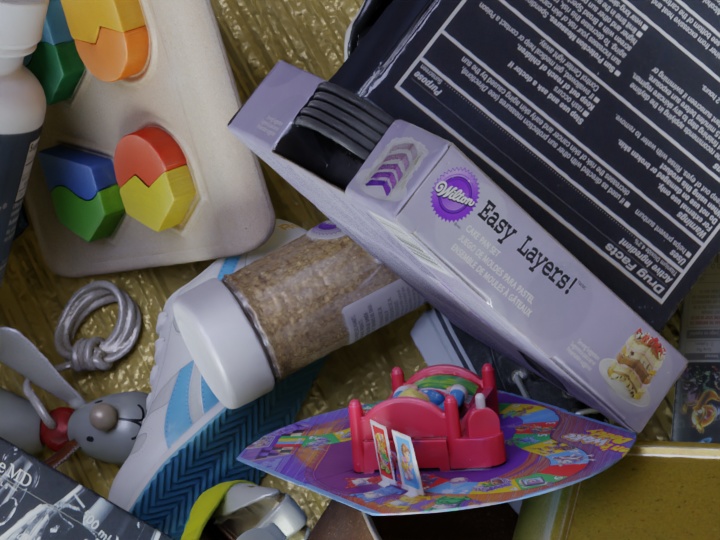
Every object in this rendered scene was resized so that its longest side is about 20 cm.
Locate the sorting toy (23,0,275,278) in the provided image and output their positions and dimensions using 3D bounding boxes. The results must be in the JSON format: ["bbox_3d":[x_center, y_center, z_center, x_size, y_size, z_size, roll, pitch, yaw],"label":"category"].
[{"bbox_3d":[-0.143,-0.089,1.687,0.200,0.036,0.186,-8,100,49],"label":"sorting toy"}]

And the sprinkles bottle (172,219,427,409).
[{"bbox_3d":[0.000,0.000,1.608,0.200,0.068,0.068,-28,60,-12],"label":"sprinkles bottle"}]

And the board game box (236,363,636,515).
[{"bbox_3d":[0.036,0.070,1.468,0.200,0.158,0.039,16,116,58],"label":"board game box"}]

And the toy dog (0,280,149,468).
[{"bbox_3d":[-0.218,0.082,1.722,0.200,0.096,0.132,-24,65,19],"label":"toy dog"}]

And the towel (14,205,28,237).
[{"bbox_3d":[-0.272,-0.090,1.825,0.111,0.049,0.200,-25,65,18],"label":"towel"}]

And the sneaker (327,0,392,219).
[{"bbox_3d":[0.013,-0.098,1.640,0.074,0.080,0.200,34,118,35],"label":"sneaker"}]

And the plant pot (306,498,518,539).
[{"bbox_3d":[0.011,0.221,1.525,0.200,0.187,0.187,-49,58,21],"label":"plant pot"}]

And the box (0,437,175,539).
[{"bbox_3d":[-0.203,0.189,1.553,0.104,0.200,0.182,3,64,54],"label":"box"}]

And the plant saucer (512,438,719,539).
[{"bbox_3d":[0.161,0.139,1.413,0.199,0.049,0.200,1,30,12],"label":"plant saucer"}]

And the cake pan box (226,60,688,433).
[{"bbox_3d":[0.043,-0.015,1.473,0.052,0.200,0.184,-53,31,-6],"label":"cake pan box"}]

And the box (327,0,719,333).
[{"bbox_3d":[0.123,-0.108,1.529,0.200,0.123,0.199,39,88,-11],"label":"box"}]

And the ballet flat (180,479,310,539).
[{"bbox_3d":[-0.060,0.145,1.527,0.067,0.200,0.067,-41,92,19],"label":"ballet flat"}]

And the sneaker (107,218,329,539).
[{"bbox_3d":[-0.083,0.063,1.676,0.081,0.077,0.200,28,80,36],"label":"sneaker"}]

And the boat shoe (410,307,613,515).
[{"bbox_3d":[0.097,0.078,1.573,0.071,0.072,0.200,-43,58,14],"label":"boat shoe"}]

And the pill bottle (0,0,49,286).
[{"bbox_3d":[-0.242,-0.071,1.676,0.119,0.119,0.200,27,110,31],"label":"pill bottle"}]

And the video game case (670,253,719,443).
[{"bbox_3d":[0.256,0.059,1.526,0.200,0.023,0.182,-1,73,26],"label":"video game case"}]
